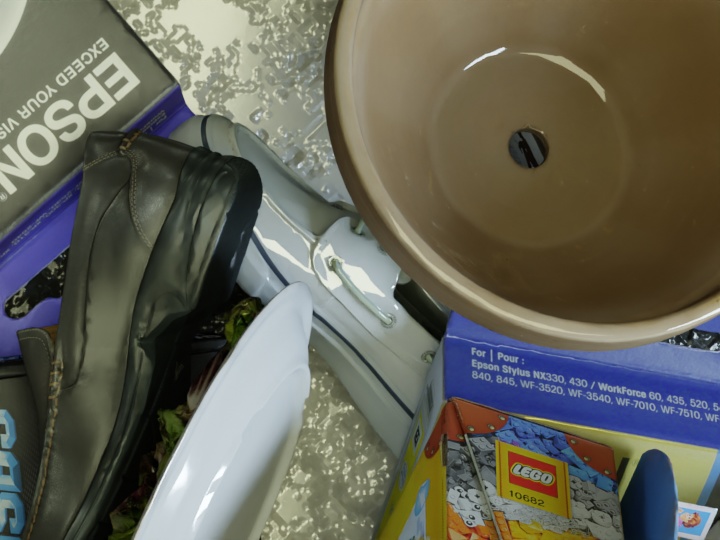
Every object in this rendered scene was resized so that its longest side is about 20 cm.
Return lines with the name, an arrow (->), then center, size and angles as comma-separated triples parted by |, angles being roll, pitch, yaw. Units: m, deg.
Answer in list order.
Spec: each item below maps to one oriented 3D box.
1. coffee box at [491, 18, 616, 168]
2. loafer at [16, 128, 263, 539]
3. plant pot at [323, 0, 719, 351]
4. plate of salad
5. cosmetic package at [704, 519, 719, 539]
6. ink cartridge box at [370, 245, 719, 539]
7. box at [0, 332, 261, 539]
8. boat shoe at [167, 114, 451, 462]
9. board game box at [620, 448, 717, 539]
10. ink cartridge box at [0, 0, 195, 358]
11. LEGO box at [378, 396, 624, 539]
coffee box -> 0.092, -0.131, 0.949 | 0.113, 0.080, 0.200 | -28, 98, -5
loafer -> -0.107, 0.039, 0.882 | 0.072, 0.073, 0.200 | 21, 90, 10
plant pot -> 0.077, -0.060, 0.853 | 0.201, 0.093, 0.201 | 4, 75, -13
plate of salad -> -0.070, 0.092, 0.839 | 0.048, 0.200, 0.200 | 23, 90, 10
cosmetic package -> 0.146, 0.196, 0.925 | 0.071, 0.101, 0.200 | 29, 116, -24
ink cartridge box -> 0.114, 0.097, 0.939 | 0.198, 0.047, 0.200 | 10, 125, -11
box -> -0.141, 0.135, 0.925 | 0.198, 0.050, 0.200 | -6, 95, -23
boat shoe -> 0.000, 0.000, 0.943 | 0.067, 0.074, 0.200 | -32, 112, 21
board game box -> 0.109, 0.175, 0.869 | 0.039, 0.158, 0.200 | 16, 122, -3
ink cartridge box -> -0.181, -0.050, 0.929 | 0.198, 0.043, 0.200 | -42, 101, -4
LEGO box -> 0.033, 0.178, 0.871 | 0.077, 0.149, 0.200 | 19, 121, -9
